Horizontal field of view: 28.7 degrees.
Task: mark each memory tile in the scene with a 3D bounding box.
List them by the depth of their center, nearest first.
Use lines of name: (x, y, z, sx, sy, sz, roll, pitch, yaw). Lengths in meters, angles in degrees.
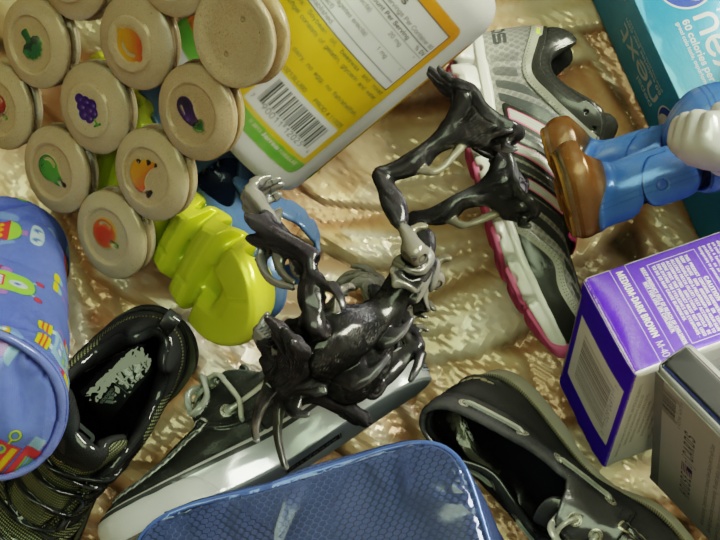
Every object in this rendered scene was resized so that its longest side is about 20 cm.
memory tile: (-0.127, -0.102, 0.729, 0.153, 0.017, 0.200, 49, 127, 12)

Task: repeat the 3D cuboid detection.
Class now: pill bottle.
pill bottle: (0.001, -0.145, 0.757, 0.200, 0.111, 0.111, -39, 81, 11)

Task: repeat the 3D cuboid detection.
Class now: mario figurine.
mario figurine: (0.189, -0.088, 0.704, 0.200, 0.106, 0.124, -16, 55, 5)

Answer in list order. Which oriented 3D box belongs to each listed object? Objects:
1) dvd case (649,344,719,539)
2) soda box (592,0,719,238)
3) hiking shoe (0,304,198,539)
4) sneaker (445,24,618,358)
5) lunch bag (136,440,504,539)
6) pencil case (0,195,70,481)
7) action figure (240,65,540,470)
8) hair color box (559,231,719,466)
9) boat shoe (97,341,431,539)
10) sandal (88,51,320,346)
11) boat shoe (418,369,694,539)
dvd case: (0.213, 0.138, 0.663, 0.025, 0.150, 0.200, -36, 62, -10)
soda box: (0.191, -0.122, 0.806, 0.064, 0.068, 0.200, -20, 80, -5)
hiking shoe: (-0.163, 0.097, 0.741, 0.076, 0.101, 0.200, 34, 81, 1)
sneaker: (0.108, -0.053, 0.788, 0.087, 0.074, 0.200, -15, 75, 3)
lunch bag: (-0.003, 0.176, 0.716, 0.200, 0.132, 0.136, -14, 67, 0)
pencil case: (-0.189, 0.025, 0.712, 0.087, 0.200, 0.078, 19, 107, -19)
action figure: (0.000, 0.000, 0.710, 0.200, 0.119, 0.102, -48, 47, -9)
hair color box: (0.211, 0.024, 0.741, 0.200, 0.109, 0.065, -17, 60, -11)
boat shoe: (-0.060, 0.081, 0.762, 0.199, 0.074, 0.068, -32, 74, -9)
sandal: (-0.092, -0.046, 0.793, 0.087, 0.080, 0.200, -17, 64, -45)
boat shoe: (0.104, 0.132, 0.725, 0.200, 0.063, 0.073, 48, 125, 30)
